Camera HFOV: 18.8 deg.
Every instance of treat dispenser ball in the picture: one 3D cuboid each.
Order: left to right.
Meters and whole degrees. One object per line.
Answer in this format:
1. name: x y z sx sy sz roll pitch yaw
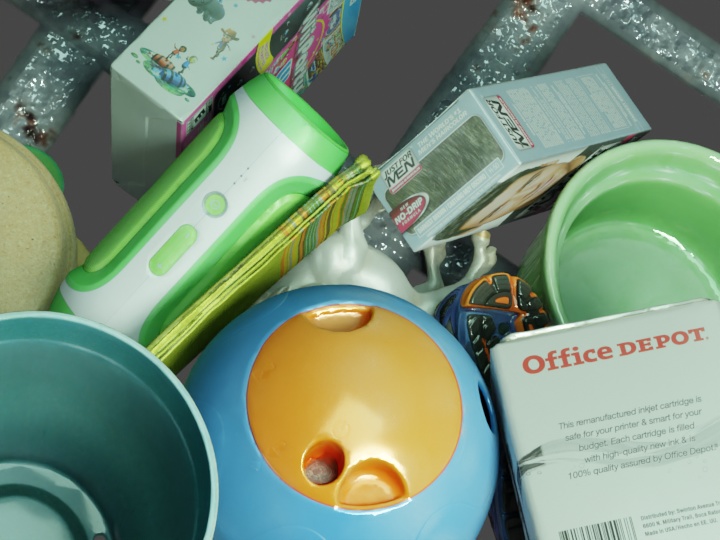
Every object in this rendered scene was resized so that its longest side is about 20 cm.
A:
1. treat dispenser ball: -0.016 0.109 1.316 0.199 0.201 0.202 5 69 -12

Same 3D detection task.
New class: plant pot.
1. plant pot: -0.196 0.150 1.265 0.199 0.188 0.201 5 68 -12

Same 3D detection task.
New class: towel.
1. towel: -0.066 0.010 1.330 0.200 0.086 0.018 -42 78 -16

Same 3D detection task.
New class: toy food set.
1. toy food set: -0.274 -0.014 1.385 0.199 0.049 0.199 -21 75 -19

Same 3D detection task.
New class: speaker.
1. speaker: -0.100 -0.025 1.342 0.088 0.088 0.200 44 97 5

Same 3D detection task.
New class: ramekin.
1. ramekin: 0.198 0.023 1.450 0.199 0.098 0.201 7 66 -16

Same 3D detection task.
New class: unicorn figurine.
1. unicorn figurine: 0.000 0.000 1.429 0.199 0.074 0.138 33 75 -5

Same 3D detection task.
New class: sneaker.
1. sneaker: 0.096 0.097 1.409 0.075 0.078 0.201 -14 99 -25

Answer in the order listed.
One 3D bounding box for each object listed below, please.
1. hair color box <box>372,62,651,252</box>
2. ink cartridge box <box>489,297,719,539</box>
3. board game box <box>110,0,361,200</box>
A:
1. hair color box: 0.100 -0.076 1.418 0.061 0.099 0.200 56 31 11
2. ink cartridge box: 0.166 0.132 1.282 0.143 0.084 0.201 -11 63 -2
3. board game box: -0.078 -0.144 1.425 0.064 0.148 0.200 35 66 10
